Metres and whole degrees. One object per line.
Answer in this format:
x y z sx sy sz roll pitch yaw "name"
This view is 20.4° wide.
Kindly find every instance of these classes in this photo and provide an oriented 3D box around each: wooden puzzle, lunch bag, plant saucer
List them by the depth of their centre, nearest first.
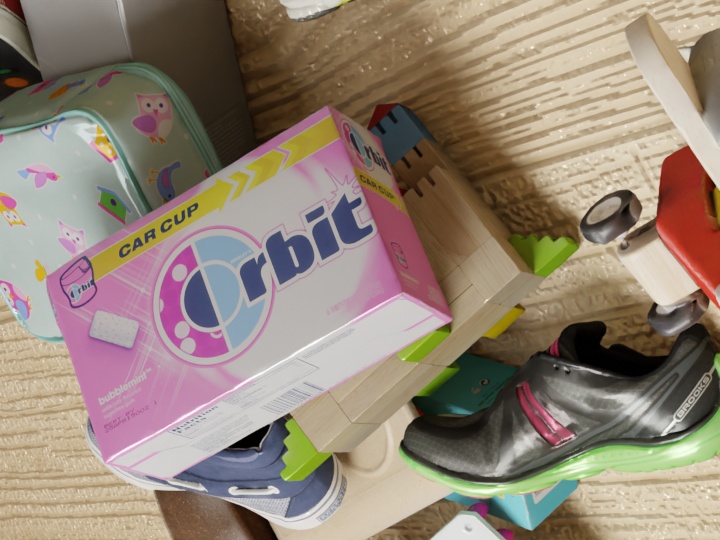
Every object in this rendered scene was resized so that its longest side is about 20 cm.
-0.157 -0.034 1.197 0.199 0.077 0.161 -8 117 49 "lunch bag"
-0.031 0.069 1.229 0.201 0.046 0.185 58 142 3 "wooden puzzle"
-0.062 0.154 1.332 0.037 0.200 0.201 -32 94 24 "plant saucer"

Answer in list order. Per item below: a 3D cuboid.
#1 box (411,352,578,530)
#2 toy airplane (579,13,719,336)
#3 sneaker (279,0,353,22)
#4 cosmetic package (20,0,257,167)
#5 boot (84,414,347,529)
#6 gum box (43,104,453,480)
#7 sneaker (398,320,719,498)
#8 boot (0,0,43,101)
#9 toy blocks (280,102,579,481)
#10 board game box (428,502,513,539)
0.039 0.090 1.241 0.199 0.049 0.083 15 131 44 "box"
0.193 -0.012 0.866 0.200 0.141 0.200 53 -177 23 "toy airplane"
0.002 -0.186 1.008 0.200 0.077 0.085 -17 102 56 "sneaker"
-0.134 -0.113 1.239 0.106 0.090 0.201 23 134 37 "cosmetic package"
-0.104 0.093 1.207 0.199 0.073 0.090 11 154 35 "boot"
-0.066 0.017 1.052 0.066 0.199 0.114 29 -145 -60 "gum box"
0.112 0.071 1.087 0.199 0.077 0.084 -14 96 25 "sneaker"
-0.216 -0.181 1.304 0.072 0.145 0.200 -5 160 12 "boot"
0.000 0.000 1.107 0.200 0.100 0.137 -43 72 13 "toy blocks"
0.080 0.264 1.234 0.200 0.026 0.200 43 122 -1 "board game box"
